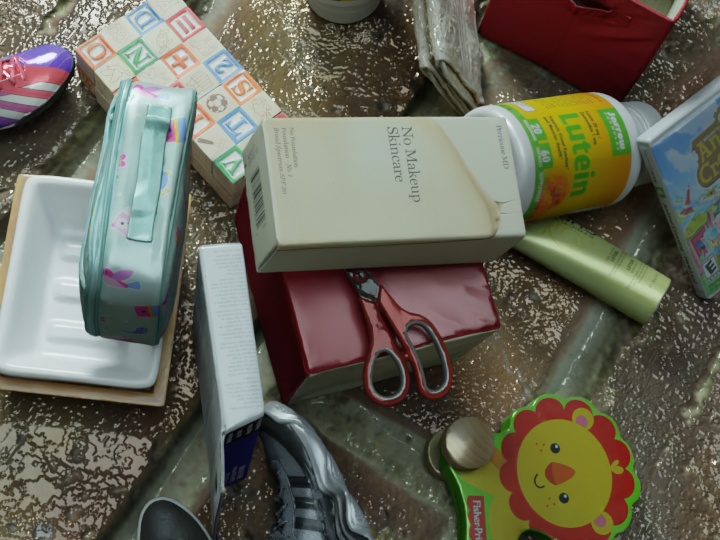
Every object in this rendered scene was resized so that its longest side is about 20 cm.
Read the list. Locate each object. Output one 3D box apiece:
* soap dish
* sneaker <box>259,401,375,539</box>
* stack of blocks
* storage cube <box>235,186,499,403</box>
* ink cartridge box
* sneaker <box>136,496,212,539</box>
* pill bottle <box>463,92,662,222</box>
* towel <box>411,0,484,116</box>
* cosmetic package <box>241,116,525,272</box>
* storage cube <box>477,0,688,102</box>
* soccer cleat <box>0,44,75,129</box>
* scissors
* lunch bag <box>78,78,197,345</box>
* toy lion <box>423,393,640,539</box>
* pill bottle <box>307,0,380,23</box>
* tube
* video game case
[{"bbox_3d":[-0.239,0.020,1.172,0.157,0.081,0.201,6,69,-5],"label":"soap dish"},{"bbox_3d":[-0.063,0.216,1.125,0.114,0.076,0.201,-27,78,-19],"label":"sneaker"},{"bbox_3d":[-0.164,-0.158,1.261,0.115,0.059,0.200,-39,79,-19],"label":"stack of blocks"},{"bbox_3d":[0.000,0.000,1.148,0.170,0.200,0.181,-13,78,-13],"label":"storage cube"},{"bbox_3d":[-0.109,0.106,1.093,0.040,0.200,0.201,-4,69,-10],"label":"ink cartridge box"},{"bbox_3d":[-0.137,0.273,1.082,0.070,0.099,0.201,-15,71,-11],"label":"sneaker"},{"bbox_3d":[0.193,-0.109,1.247,0.199,0.111,0.111,-12,70,-33],"label":"pill bottle"},{"bbox_3d":[0.083,-0.258,1.297,0.034,0.132,0.201,-13,70,19],"label":"towel"},{"bbox_3d":[0.017,-0.059,1.015,0.199,0.073,0.104,-4,75,-19],"label":"cosmetic package"},{"bbox_3d":[0.239,-0.301,1.307,0.170,0.180,0.200,29,69,4],"label":"storage cube"},{"bbox_3d":[-0.355,-0.162,1.222,0.200,0.073,0.068,-33,52,-16],"label":"soccer cleat"},{"bbox_3d":[0.011,0.012,1.038,0.073,0.014,0.201,-20,84,-11],"label":"scissors"},{"bbox_3d":[-0.181,-0.051,1.078,0.077,0.160,0.201,7,69,-6],"label":"lunch bag"},{"bbox_3d":[0.157,0.209,1.173,0.191,0.069,0.201,5,69,-14],"label":"toy lion"},{"bbox_3d":[-0.015,-0.322,1.264,0.111,0.200,0.112,0,70,0],"label":"pill bottle"},{"bbox_3d":[0.199,-0.020,1.266,0.200,0.058,0.052,32,96,9],"label":"tube"},{"bbox_3d":[0.370,-0.101,1.279,0.200,0.022,0.183,-36,115,-19],"label":"video game case"}]
